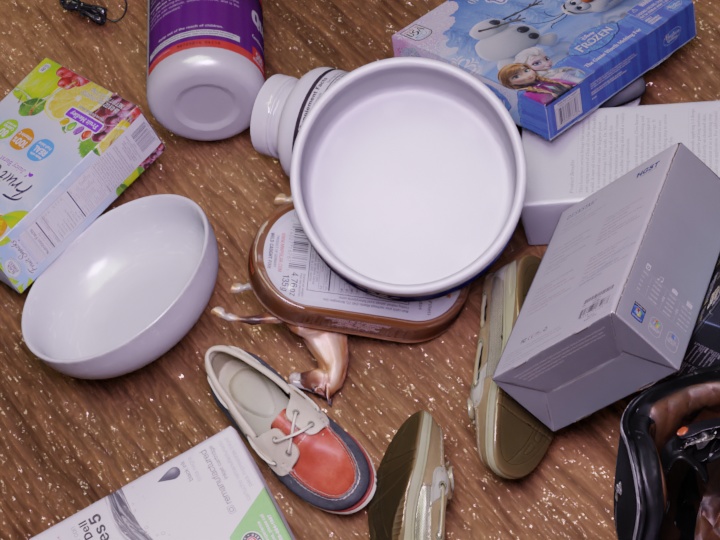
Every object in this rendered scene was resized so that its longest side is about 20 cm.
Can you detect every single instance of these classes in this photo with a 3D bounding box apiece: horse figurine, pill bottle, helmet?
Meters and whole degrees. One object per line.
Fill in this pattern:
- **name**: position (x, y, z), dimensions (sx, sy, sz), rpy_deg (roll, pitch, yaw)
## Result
- **horse figurine**: position (-0.042, 0.009, 1.798), dimensions (0.132, 0.050, 0.201), rpy_deg (22, 60, 12)
- **pill bottle**: position (0.003, -0.120, 1.832), dimensions (0.199, 0.113, 0.113), rpy_deg (16, 65, 24)
- **pill bottle**: position (-0.149, -0.231, 1.925), dimensions (0.112, 0.113, 0.201), rpy_deg (-11, 51, 9)
- **helmet**: position (0.284, 0.188, 1.522), dimensions (0.199, 0.192, 0.200), rpy_deg (-13, 18, 4)

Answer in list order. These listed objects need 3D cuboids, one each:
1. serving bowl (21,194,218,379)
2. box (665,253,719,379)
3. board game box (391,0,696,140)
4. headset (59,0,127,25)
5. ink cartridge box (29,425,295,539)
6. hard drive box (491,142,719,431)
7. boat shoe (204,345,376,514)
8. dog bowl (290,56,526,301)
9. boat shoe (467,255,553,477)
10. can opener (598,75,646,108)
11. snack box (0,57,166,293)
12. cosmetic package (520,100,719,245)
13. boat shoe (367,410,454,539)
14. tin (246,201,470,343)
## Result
- **serving bowl**: position (-0.207, 0.025, 1.812), dimensions (0.199, 0.066, 0.201), rpy_deg (-21, 39, 18)
- **box**: position (0.330, 0.002, 1.607), dimensions (0.086, 0.200, 0.164), rpy_deg (25, 66, 3)
- **board game box**: position (0.167, -0.215, 1.834), dimensions (0.200, 0.044, 0.199), rpy_deg (-35, 43, -28)
- **headset**: position (-0.234, -0.346, 2.035), dimensions (0.094, 0.123, 0.201), rpy_deg (24, 88, 27)
- **ink cartridge box**: position (-0.155, 0.248, 1.666), dimensions (0.199, 0.084, 0.146), rpy_deg (-29, 56, -4)
- **hard drive box**: position (0.209, 0.013, 1.635), dimensions (0.156, 0.077, 0.201), rpy_deg (-33, 24, 48)
- **boat shoe**: position (-0.063, 0.134, 1.715), dimensions (0.071, 0.063, 0.200), rpy_deg (-44, 54, -4)
- **dog bowl**: position (0.041, -0.075, 1.703), dimensions (0.199, 0.079, 0.202), rpy_deg (0, 82, 3)
- **boat shoe**: position (0.124, 0.085, 1.697), dimensions (0.063, 0.073, 0.202), rpy_deg (-23, 52, 44)
- **can opener**: position (0.162, -0.164, 1.837), dimensions (0.199, 0.067, 0.054), rpy_deg (-7, 94, 8)
- **snack box**: position (-0.311, -0.094, 1.907), dimensions (0.200, 0.068, 0.168), rpy_deg (-48, 44, -14)
- **cosmetic package**: position (0.243, -0.086, 1.770), dimensions (0.199, 0.071, 0.102), rpy_deg (-2, 59, 14)
- **boat shoe**: position (0.048, 0.214, 1.651), dimensions (0.063, 0.073, 0.202), rpy_deg (22, 53, -21)
- **tin**: position (0.000, 0.000, 1.759), dimensions (0.199, 0.042, 0.113), rpy_deg (8, 72, -8)
